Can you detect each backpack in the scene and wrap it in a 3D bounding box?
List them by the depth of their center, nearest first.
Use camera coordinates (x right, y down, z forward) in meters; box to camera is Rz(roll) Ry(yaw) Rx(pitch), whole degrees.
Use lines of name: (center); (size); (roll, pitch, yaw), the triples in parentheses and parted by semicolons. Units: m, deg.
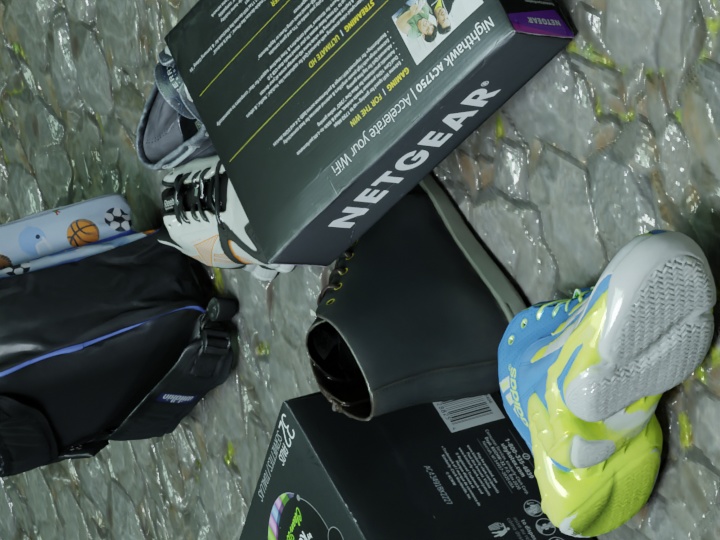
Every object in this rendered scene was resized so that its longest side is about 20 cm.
backpack: (-0.202, 0.050, 1.728); (0.191, 0.200, 0.154); (108, 145, -56)

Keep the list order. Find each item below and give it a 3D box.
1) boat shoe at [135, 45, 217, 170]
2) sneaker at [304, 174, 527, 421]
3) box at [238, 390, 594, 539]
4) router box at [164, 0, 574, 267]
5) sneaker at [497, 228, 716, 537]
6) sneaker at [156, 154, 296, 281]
boat shoe: (-0.088, -0.119, 1.543); (0.072, 0.068, 0.200); (67, 152, 16)
sneaker: (0.000, 0.000, 1.390); (0.200, 0.106, 0.075); (47, 142, 44)
box: (0.020, 0.171, 1.418); (0.149, 0.124, 0.200); (58, 147, 32)
router box: (-0.002, -0.118, 1.317); (0.200, 0.051, 0.149); (-42, 62, 34)
sneaker: (0.105, 0.036, 1.243); (0.105, 0.076, 0.200); (56, 148, 35)
sneaker: (-0.074, -0.034, 1.486); (0.200, 0.080, 0.074); (133, 146, -75)
